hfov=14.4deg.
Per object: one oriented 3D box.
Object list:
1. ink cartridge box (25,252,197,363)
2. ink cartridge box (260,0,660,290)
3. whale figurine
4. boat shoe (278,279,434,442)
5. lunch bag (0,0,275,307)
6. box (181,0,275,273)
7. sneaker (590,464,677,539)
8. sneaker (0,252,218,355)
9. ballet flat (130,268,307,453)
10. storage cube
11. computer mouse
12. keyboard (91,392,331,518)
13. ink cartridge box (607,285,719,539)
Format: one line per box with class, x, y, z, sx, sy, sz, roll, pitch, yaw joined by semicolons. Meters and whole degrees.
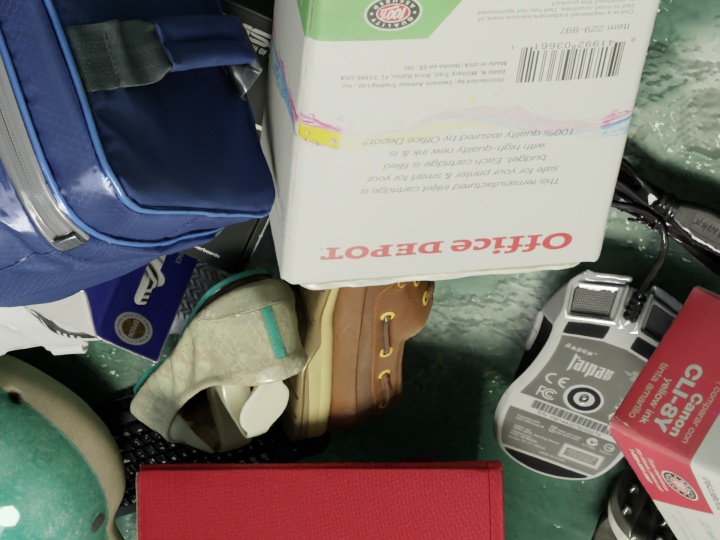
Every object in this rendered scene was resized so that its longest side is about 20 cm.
ink cartridge box;-0.171;-0.037;1.364;0.199;0.095;0.037;25;140;-7
ink cartridge box;0.038;-0.089;1.188;0.144;0.088;0.201;-4;140;-9
whale figurine;-0.202;0.137;1.550;0.158;0.104;0.201;30;141;11
boat shoe;0.000;0.001;1.368;0.067;0.072;0.201;-7;138;-16
lunch bag;-0.115;-0.065;1.167;0.132;0.200;0.137;-19;87;21
box;-0.116;-0.099;1.302;0.199;0.044;0.161;24;136;-5
sneaker;0.203;0.172;1.478;0.199;0.067;0.091;29;143;-5
sneaker;-0.171;0.013;1.444;0.198;0.076;0.115;6;154;-2
ballet flat;-0.070;0.059;1.403;0.067;0.063;0.200;-21;168;-18
storage cube;-0.023;0.194;1.429;0.178;0.202;0.171;-1;167;-3
computer mouse;0.119;0.025;1.360;0.109;0.044;0.200;20;135;-8
keyboard;-0.101;0.111;1.551;0.199;0.040;0.104;-20;126;39
ink cartridge box;0.228;0.107;1.278;0.199;0.084;0.145;25;162;34
